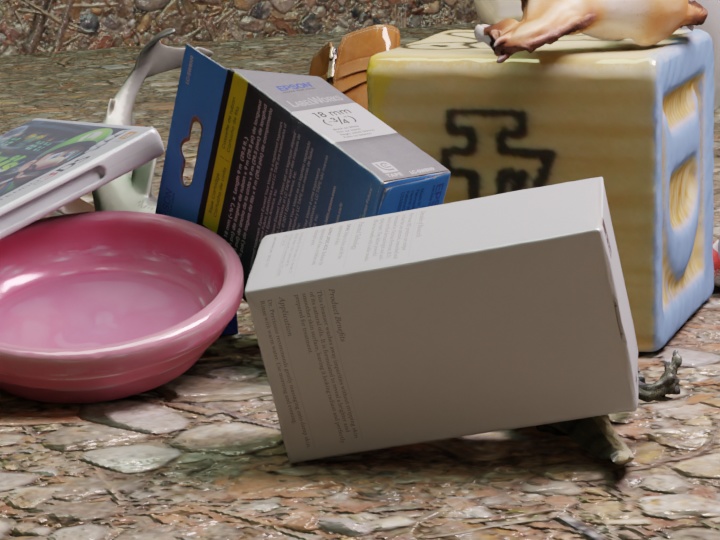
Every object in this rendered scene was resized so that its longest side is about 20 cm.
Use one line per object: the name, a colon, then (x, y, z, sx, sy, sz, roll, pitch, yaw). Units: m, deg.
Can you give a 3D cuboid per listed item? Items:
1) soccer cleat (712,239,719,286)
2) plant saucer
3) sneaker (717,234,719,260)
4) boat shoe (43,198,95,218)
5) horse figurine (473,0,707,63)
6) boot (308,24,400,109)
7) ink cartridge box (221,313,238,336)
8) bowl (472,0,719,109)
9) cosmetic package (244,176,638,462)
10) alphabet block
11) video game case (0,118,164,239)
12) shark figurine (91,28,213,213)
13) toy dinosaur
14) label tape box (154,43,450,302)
soccer cleat: (0.187, -0.021, 1.684, 0.199, 0.086, 0.069, 25, 13, 9)
plant saucer: (-0.173, 0.026, 1.444, 0.199, 0.051, 0.201, -1, 28, 1)
sneaker: (0.369, -0.017, 1.615, 0.200, 0.074, 0.118, 9, 11, 32)
boat shoe: (-0.246, -0.039, 1.803, 0.201, 0.075, 0.075, -3, 11, -4)
horse figurine: (0.152, -0.175, 1.486, 0.199, 0.050, 0.133, 0, 22, -24)
boot: (-0.036, -0.095, 1.769, 0.199, 0.156, 0.074, -17, -23, 32)
ink cartridge box: (-0.142, 0.009, 1.631, 0.093, 0.044, 0.200, -5, 12, -6)
bowl: (0.181, -0.177, 1.670, 0.199, 0.075, 0.200, -1, -33, 22)
cosmetic package: (0.047, 0.027, 1.244, 0.199, 0.113, 0.081, -9, 23, 8)
alphabet block: (0.128, -0.061, 1.557, 0.199, 0.198, 0.195, 2, 11, 20)
video game case: (-0.254, -0.056, 1.558, 0.181, 0.023, 0.200, -30, 19, -26)
shark figurine: (-0.156, -0.068, 1.647, 0.128, 0.215, 0.089, -26, -40, 24)
toy dinosaur: (0.132, 0.072, 1.286, 0.088, 0.048, 0.200, -17, 20, -20)
label tape box: (-0.042, -0.046, 1.473, 0.063, 0.145, 0.200, -14, 40, -40)
